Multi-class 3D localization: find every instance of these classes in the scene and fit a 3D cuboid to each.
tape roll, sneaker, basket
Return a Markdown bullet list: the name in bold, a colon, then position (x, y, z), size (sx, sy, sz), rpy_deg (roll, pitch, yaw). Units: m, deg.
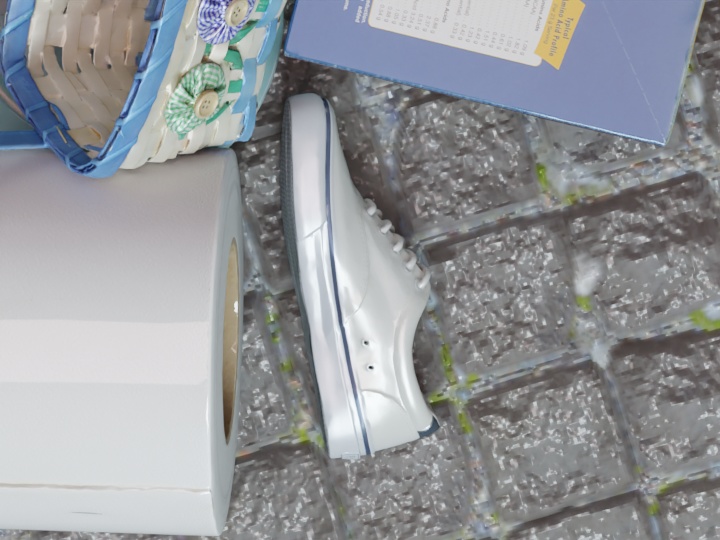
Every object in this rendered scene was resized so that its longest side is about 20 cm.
- **tape roll**: position (-0.135, 0.035, 1.454), size (0.139, 0.203, 0.203), rpy_deg (1, 95, 1)
- **sneaker**: position (0.000, 0.000, 1.518), size (0.071, 0.073, 0.200), rpy_deg (-11, 104, -6)
- **basket**: position (-0.134, -0.138, 1.375), size (0.200, 0.139, 0.177), rpy_deg (0, 122, -31)

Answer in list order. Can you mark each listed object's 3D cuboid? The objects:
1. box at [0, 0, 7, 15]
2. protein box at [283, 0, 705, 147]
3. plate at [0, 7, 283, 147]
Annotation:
- **box**: position (-0.246, -0.240, 1.395), size (0.171, 0.199, 0.200), rpy_deg (39, 113, 15)
- **protein box**: position (0.082, -0.184, 1.458), size (0.200, 0.135, 0.199), rpy_deg (14, 96, 1)
- **plate**: position (-0.141, -0.138, 1.526), size (0.200, 0.026, 0.201), rpy_deg (0, 96, 2)
